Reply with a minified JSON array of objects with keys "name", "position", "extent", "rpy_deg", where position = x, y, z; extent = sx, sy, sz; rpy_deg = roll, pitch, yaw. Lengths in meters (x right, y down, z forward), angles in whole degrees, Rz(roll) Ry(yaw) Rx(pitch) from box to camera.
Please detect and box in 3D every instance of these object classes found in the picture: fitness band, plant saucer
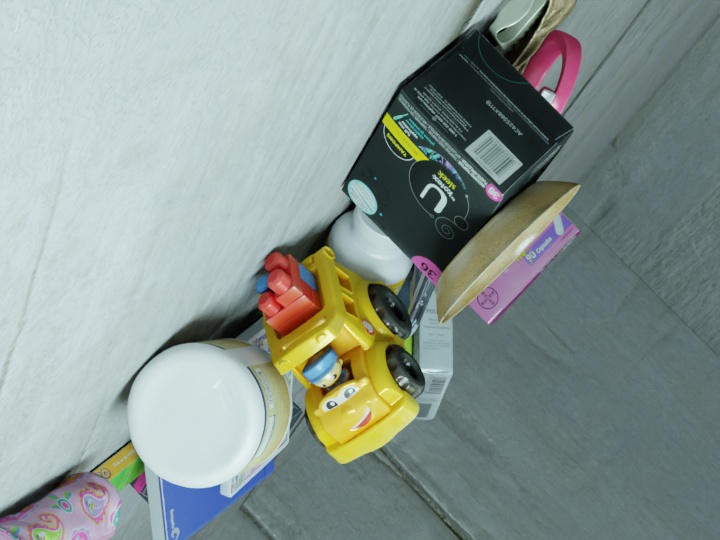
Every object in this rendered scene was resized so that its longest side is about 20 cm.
[{"name":"fitness band","position":[0.213,-0.205,1.884],"extent":[0.201,0.037,0.144],"rpy_deg":[-59,-166,29]},{"name":"plant saucer","position":[0.140,-0.027,1.524],"extent":[0.200,0.035,0.200],"rpy_deg":[-43,172,-7]}]

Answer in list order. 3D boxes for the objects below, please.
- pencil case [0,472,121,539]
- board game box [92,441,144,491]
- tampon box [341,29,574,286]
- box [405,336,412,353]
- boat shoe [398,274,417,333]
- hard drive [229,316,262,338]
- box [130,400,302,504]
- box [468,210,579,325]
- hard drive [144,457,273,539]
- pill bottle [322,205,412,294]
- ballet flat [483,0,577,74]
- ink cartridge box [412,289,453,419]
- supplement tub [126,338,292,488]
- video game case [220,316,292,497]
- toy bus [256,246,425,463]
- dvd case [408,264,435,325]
[{"name":"pencil case","position":[-0.325,0.275,1.556],"extent":[0.088,0.087,0.200],"rpy_deg":[-48,173,21]},{"name":"board game box","position":[-0.306,0.255,1.777],"extent":[0.200,0.030,0.096],"rpy_deg":[-42,172,-47]},{"name":"tampon box","position":[0.096,-0.111,1.551],"extent":[0.126,0.150,0.200],"rpy_deg":[-40,171,-32]},{"name":"box","position":[0.040,0.038,1.979],"extent":[0.122,0.047,0.203],"rpy_deg":[108,-16,-75]},{"name":"boat shoe","position":[0.050,-0.022,1.852],"extent":[0.091,0.070,0.203],"rpy_deg":[95,0,-69]},{"name":"hard drive","position":[-0.163,0.124,1.829],"extent":[0.140,0.038,0.200],"rpy_deg":[-50,171,32]},{"name":"box","position":[-0.189,0.225,1.953],"extent":[0.200,0.106,0.123],"rpy_deg":[-38,168,-43]},{"name":"box","position":[0.166,-0.059,2.031],"extent":[0.176,0.200,0.097],"rpy_deg":[-45,172,5]},{"name":"hard drive","position":[-0.178,0.233,1.812],"extent":[0.199,0.025,0.133],"rpy_deg":[-34,130,-46]},{"name":"pill bottle","position":[0.000,0.000,1.762],"extent":[0.104,0.104,0.201],"rpy_deg":[-39,162,-42]},{"name":"ballet flat","position":[0.150,-0.235,1.565],"extent":[0.072,0.068,0.200],"rpy_deg":[1,137,-51]},{"name":"ink cartridge box","position":[0.088,0.071,1.953],"extent":[0.160,0.047,0.202],"rpy_deg":[102,-7,-63]},{"name":"supplement tub","position":[-0.151,0.146,1.589],"extent":[0.144,0.144,0.200],"rpy_deg":[-46,172,6]},{"name":"video game case","position":[-0.120,0.150,1.791],"extent":[0.143,0.018,0.202],"rpy_deg":[-38,139,-55]},{"name":"toy bus","position":[-0.039,0.074,1.606],"extent":[0.135,0.201,0.192],"rpy_deg":[-33,132,18]},{"name":"dvd case","position":[0.074,-0.057,1.733],"extent":[0.149,0.016,0.202],"rpy_deg":[107,-13,-66]}]
